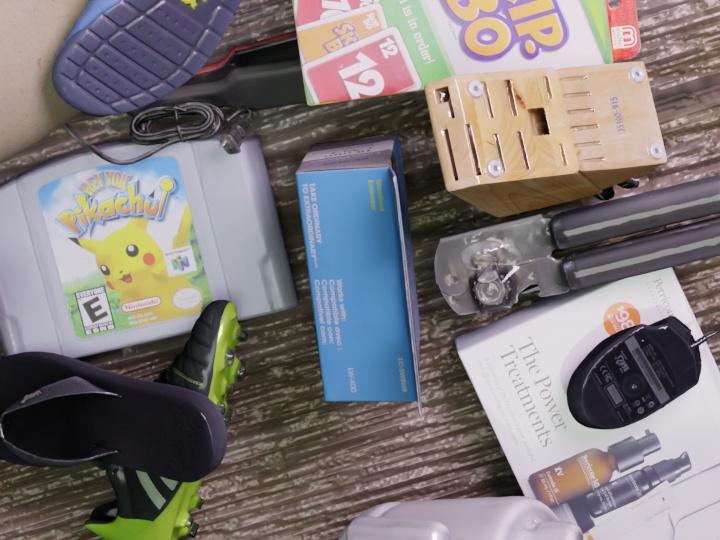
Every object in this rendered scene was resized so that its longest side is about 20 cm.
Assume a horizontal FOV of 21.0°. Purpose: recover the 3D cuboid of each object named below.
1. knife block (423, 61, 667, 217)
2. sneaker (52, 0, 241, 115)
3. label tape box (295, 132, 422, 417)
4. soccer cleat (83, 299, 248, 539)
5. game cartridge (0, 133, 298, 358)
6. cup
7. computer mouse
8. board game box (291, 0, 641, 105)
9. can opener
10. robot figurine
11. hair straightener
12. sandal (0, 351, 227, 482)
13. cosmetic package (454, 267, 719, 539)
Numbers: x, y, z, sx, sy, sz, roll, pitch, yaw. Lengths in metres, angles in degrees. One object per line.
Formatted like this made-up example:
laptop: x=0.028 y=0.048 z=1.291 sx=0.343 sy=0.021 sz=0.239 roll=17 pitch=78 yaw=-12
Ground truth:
knife block: x=0.091 y=-0.069 z=1.172 sx=0.200 sy=0.176 sz=0.064 roll=-8 pitch=81 yaw=-31
sneaker: x=-0.112 y=-0.178 z=1.147 sx=0.200 sy=0.082 sz=0.074 roll=-50 pitch=131 yaw=1
label tape box: x=0.000 y=0.000 z=1.186 sx=0.063 sy=0.200 sz=0.144 roll=-6 pitch=100 yaw=3
soccer cleat: x=-0.130 y=0.104 z=1.266 sx=0.081 sy=0.068 sz=0.200 roll=20 pitch=114 yaw=4
game cartridge: x=-0.152 y=-0.018 z=1.272 sx=0.200 sy=0.040 sz=0.134 roll=-13 pitch=96 yaw=4
cup: x=-0.238 y=-0.147 z=1.186 sx=0.143 sy=0.200 sz=0.201 roll=-7 pitch=101 yaw=-16
computer mouse: x=0.217 y=0.037 z=1.229 sx=0.200 sy=0.034 sz=0.059 roll=-30 pitch=106 yaw=-2
board game box: x=0.061 y=-0.157 z=1.134 sx=0.200 sy=0.030 sz=0.096 roll=-8 pitch=102 yaw=3
can opener: x=0.143 y=-0.019 z=1.236 sx=0.200 sy=0.067 sz=0.053 roll=-14 pitch=101 yaw=12
robot figurine: x=0.060 y=0.204 z=1.247 sx=0.200 sy=0.113 sz=0.170 roll=-7 pitch=140 yaw=34
hair straightener: x=-0.095 y=-0.109 z=1.231 sx=0.200 sy=0.077 sz=0.041 roll=-9 pitch=134 yaw=3
sandal: x=-0.180 y=0.095 z=1.235 sx=0.200 sy=0.043 sz=0.076 roll=1 pitch=106 yaw=29
cosmetic package: x=0.171 y=0.106 z=1.278 sx=0.151 sy=0.052 sz=0.200 roll=-25 pitch=99 yaw=3
